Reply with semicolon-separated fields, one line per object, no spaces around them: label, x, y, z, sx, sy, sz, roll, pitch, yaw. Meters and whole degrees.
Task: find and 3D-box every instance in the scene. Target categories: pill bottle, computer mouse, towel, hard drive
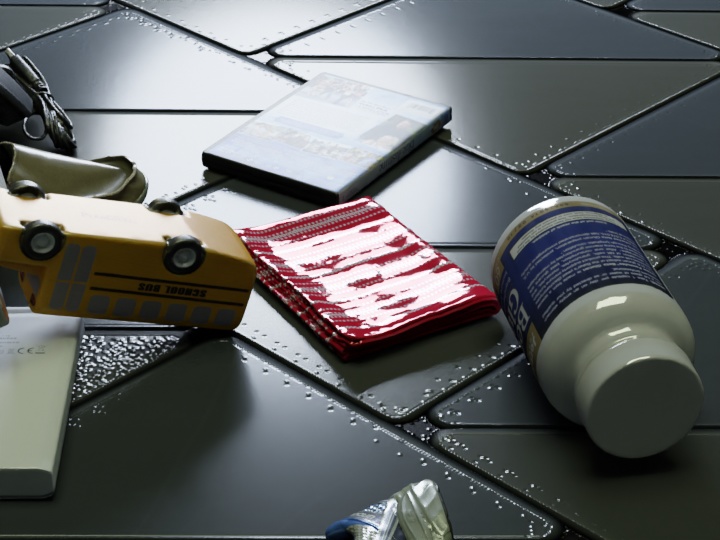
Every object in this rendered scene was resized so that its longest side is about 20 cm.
pill bottle;0.167;0.040;1.289;0.111;0.111;0.200;-5;31;-10
computer mouse;-0.337;-0.176;1.596;0.200;0.053;0.139;14;27;-45
towel;0.000;0.000;1.439;0.144;0.023;0.200;-16;34;-27
hard drive;-0.267;0.087;1.277;0.132;0.026;0.200;0;31;-2

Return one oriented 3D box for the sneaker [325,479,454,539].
sneaker;0.024;0.201;1.066;0.085;0.077;0.200;-13;25;-4

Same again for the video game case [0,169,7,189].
video game case;-0.339;-0.120;1.322;0.200;0.023;0.182;28;31;-50

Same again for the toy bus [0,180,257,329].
toy bus;-0.178;-0.009;1.337;0.200;0.078;0.065;6;29;-28

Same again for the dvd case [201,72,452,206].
dvd case;-0.027;-0.120;1.644;0.142;0.018;0.200;18;35;27

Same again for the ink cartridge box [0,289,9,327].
ink cartridge box;-0.344;0.025;1.337;0.162;0.050;0.200;-25;20;-7

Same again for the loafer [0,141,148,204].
loafer;-0.267;-0.066;1.493;0.200;0.070;0.075;-13;33;-22
